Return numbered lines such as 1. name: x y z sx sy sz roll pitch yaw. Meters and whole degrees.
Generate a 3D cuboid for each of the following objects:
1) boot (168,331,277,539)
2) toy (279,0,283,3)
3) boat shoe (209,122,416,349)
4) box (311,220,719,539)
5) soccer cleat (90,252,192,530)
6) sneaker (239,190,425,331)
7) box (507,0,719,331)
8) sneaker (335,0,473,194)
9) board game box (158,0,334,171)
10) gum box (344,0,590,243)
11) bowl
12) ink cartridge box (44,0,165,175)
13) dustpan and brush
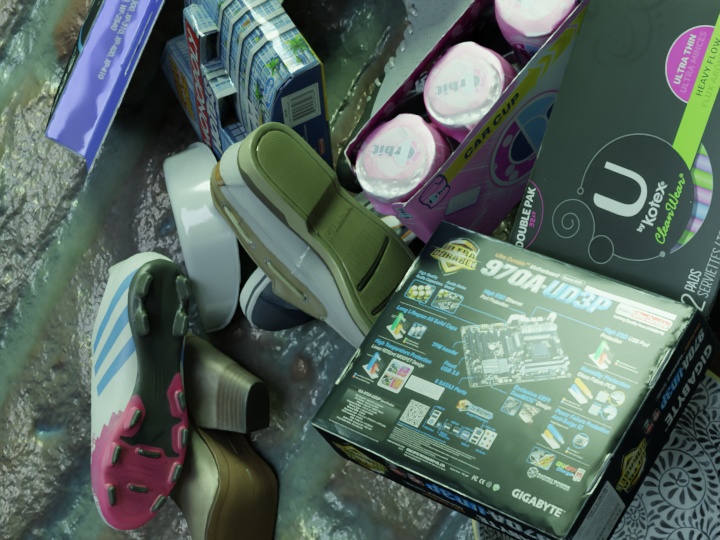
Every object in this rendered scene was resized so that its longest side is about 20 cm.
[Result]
1. boot: -0.136 0.148 1.375 0.145 0.070 0.202 8 90 39
2. toy: -0.043 -0.295 1.348 0.115 0.047 0.201 37 103 32
3. boat shoe: -0.022 -0.007 1.212 0.068 0.075 0.201 -28 103 47
4. box: 0.089 0.069 1.078 0.199 0.046 0.160 20 69 38
5. soccer cleat: -0.166 0.087 1.331 0.086 0.069 0.202 4 86 57
6. sneaker: 0.000 0.000 1.283 0.199 0.078 0.080 -37 63 24
7. box: 0.207 -0.079 1.129 0.148 0.124 0.202 23 101 31
8. sneaker: 0.041 -0.154 1.278 0.200 0.075 0.116 -43 61 12
9. board game box: -0.089 -0.134 1.307 0.061 0.201 0.201 -25 55 -14
10. gum box: 0.084 -0.104 1.178 0.066 0.114 0.200 40 87 29
11. bowl: 0.159 0.153 1.143 0.198 0.094 0.203 1 81 -7
12. ink cartridge box: -0.182 -0.190 1.361 0.200 0.043 0.200 -64 15 12
13. dustpan and brush: -0.108 -0.042 1.319 0.057 0.200 0.141 -14 79 -5
